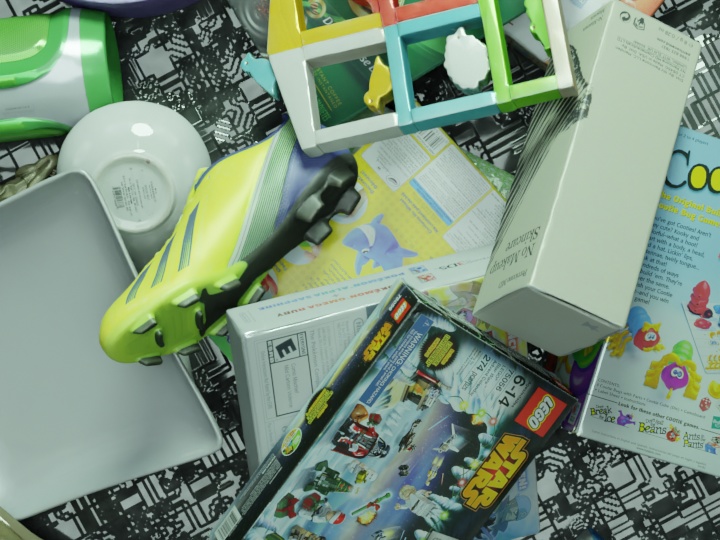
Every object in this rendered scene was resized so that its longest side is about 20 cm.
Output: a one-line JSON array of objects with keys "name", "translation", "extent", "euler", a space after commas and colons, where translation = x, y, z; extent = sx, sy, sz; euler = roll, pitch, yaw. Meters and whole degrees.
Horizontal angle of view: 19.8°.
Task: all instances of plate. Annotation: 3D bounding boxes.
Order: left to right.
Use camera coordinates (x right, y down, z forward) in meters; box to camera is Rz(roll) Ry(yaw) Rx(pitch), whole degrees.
[{"name": "plate", "translation": [-0.204, 0.050, 1.326], "extent": [0.200, 0.032, 0.200], "euler": [-21, 102, 26]}]

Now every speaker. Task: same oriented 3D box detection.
[{"name": "speaker", "translation": [-0.258, -0.120, 1.336], "extent": [0.200, 0.088, 0.088], "euler": [-7, 91, 1]}]

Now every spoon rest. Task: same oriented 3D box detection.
[{"name": "spoon rest", "translation": [-0.139, -0.012, 1.335], "extent": [0.099, 0.061, 0.200], "euler": [-6, 106, 0]}]

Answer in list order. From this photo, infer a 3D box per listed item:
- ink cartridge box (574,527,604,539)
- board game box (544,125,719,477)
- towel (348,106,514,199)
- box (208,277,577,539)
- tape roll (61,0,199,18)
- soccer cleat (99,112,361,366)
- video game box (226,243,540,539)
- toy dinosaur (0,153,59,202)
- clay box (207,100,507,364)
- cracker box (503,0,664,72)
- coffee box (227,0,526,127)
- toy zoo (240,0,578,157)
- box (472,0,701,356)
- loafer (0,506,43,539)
[{"name": "ink cartridge box", "translation": [0.184, 0.279, 1.343], "extent": [0.200, 0.067, 0.116], "euler": [43, 91, 0]}, {"name": "board game box", "translation": [0.198, 0.015, 1.313], "extent": [0.105, 0.103, 0.200], "euler": [18, 92, -12]}, {"name": "towel", "translation": [0.029, -0.017, 1.365], "extent": [0.200, 0.031, 0.149], "euler": [30, 89, 3]}, {"name": "box", "translation": [0.020, 0.120, 1.257], "extent": [0.137, 0.040, 0.200], "euler": [31, 100, -30]}, {"name": "tape roll", "translation": [-0.154, -0.267, 1.333], "extent": [0.200, 0.085, 0.200], "euler": [0, 91, 0]}, {"name": "soccer cleat", "translation": [-0.089, -0.020, 1.269], "extent": [0.200, 0.065, 0.084], "euler": [-41, 64, -16]}, {"name": "video game box", "translation": [0.018, 0.097, 1.294], "extent": [0.182, 0.047, 0.200], "euler": [-12, 117, -13]}, {"name": "toy dinosaur", "translation": [-0.293, -0.051, 1.336], "extent": [0.200, 0.088, 0.047], "euler": [-2, 85, 1]}, {"name": "clay box", "translation": [0.000, 0.000, 1.327], "extent": [0.200, 0.048, 0.115], "euler": [-42, 86, 2]}, {"name": "cracker box", "translation": [0.109, -0.224, 1.341], "extent": [0.200, 0.058, 0.134], "euler": [37, 93, 1]}, {"name": "coffee box", "translation": [0.024, -0.184, 1.300], "extent": [0.200, 0.044, 0.123], "euler": [-29, 95, 14]}, {"name": "toy zoo", "translation": [0.023, -0.146, 1.248], "extent": [0.200, 0.020, 0.131], "euler": [-12, 75, 13]}, {"name": "box", "translation": [0.137, -0.056, 1.244], "extent": [0.068, 0.082, 0.200], "euler": [25, 66, -15]}, {"name": "loafer", "translation": [-0.245, 0.198, 1.341], "extent": [0.200, 0.067, 0.076], "euler": [24, 109, 0]}]
